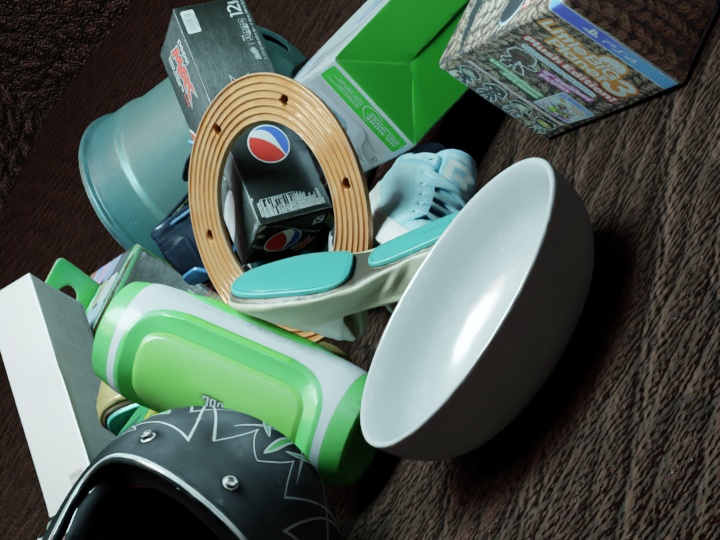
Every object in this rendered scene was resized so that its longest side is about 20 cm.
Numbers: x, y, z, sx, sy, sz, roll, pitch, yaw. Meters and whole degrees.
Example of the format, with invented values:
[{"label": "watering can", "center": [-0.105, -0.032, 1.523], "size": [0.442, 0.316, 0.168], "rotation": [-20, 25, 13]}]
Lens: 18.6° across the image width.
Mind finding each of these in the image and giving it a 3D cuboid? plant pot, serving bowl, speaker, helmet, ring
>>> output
[{"label": "plant pot", "center": [-0.137, -0.123, 2.128], "size": [0.196, 0.200, 0.201], "rotation": [-39, 23, 33]}, {"label": "serving bowl", "center": [0.081, 0.033, 1.331], "size": [0.201, 0.066, 0.201], "rotation": [-53, 17, 23]}, {"label": "speaker", "center": [-0.082, 0.077, 1.505], "size": [0.089, 0.199, 0.089], "rotation": [-53, -25, -37]}, {"label": "helmet", "center": [-0.105, 0.182, 1.409], "size": [0.191, 0.200, 0.200], "rotation": [-50, 15, 0]}, {"label": "ring", "center": [-0.057, -0.044, 1.601], "size": [0.019, 0.201, 0.200], "rotation": [-12, -23, -42]}]

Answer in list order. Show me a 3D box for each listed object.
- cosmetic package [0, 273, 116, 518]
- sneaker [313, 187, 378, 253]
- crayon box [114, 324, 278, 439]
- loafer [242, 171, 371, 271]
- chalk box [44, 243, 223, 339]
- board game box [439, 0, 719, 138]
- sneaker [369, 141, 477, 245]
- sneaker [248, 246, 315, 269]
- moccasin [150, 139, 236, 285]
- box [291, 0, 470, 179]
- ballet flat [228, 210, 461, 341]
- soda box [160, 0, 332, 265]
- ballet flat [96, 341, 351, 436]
[{"label": "cosmetic package", "center": [-0.232, 0.108, 1.731], "size": [0.050, 0.082, 0.201], "rotation": [-31, 60, 16]}, {"label": "sneaker", "center": [0.000, 0.000, 1.694], "size": [0.200, 0.071, 0.083], "rotation": [-100, 25, -72]}, {"label": "crayon box", "center": [-0.094, 0.117, 1.620], "size": [0.200, 0.126, 0.051], "rotation": [-51, 16, 21]}, {"label": "loafer", "center": [-0.047, -0.050, 1.909], "size": [0.201, 0.063, 0.072], "rotation": [-64, 17, -20]}, {"label": "chalk box", "center": [-0.191, 0.067, 1.879], "size": [0.124, 0.199, 0.125], "rotation": [-27, 34, 62]}, {"label": "board game box", "center": [0.160, -0.195, 1.461], "size": [0.160, 0.096, 0.200], "rotation": [-63, 15, -16]}, {"label": "sneaker", "center": [0.050, -0.050, 1.583], "size": [0.082, 0.074, 0.200], "rotation": [-55, 18, 11]}, {"label": "sneaker", "center": [-0.069, -0.034, 1.823], "size": [0.077, 0.080, 0.200], "rotation": [-25, 41, -1]}, {"label": "moccasin", "center": [-0.108, -0.077, 1.768], "size": [0.080, 0.068, 0.201], "rotation": [-36, 20, 37]}, {"label": "box", "center": [0.043, -0.175, 1.721], "size": [0.200, 0.097, 0.176], "rotation": [-47, 10, -20]}, {"label": "ballet flat", "center": [0.007, 0.015, 1.478], "size": [0.199, 0.070, 0.070], "rotation": [-15, 35, 22]}, {"label": "soda box", "center": [-0.091, -0.110, 1.712], "size": [0.071, 0.063, 0.201], "rotation": [117, 135, -58]}, {"label": "ballet flat", "center": [-0.106, 0.072, 1.664], "size": [0.069, 0.198, 0.063], "rotation": [73, -175, -52]}]
